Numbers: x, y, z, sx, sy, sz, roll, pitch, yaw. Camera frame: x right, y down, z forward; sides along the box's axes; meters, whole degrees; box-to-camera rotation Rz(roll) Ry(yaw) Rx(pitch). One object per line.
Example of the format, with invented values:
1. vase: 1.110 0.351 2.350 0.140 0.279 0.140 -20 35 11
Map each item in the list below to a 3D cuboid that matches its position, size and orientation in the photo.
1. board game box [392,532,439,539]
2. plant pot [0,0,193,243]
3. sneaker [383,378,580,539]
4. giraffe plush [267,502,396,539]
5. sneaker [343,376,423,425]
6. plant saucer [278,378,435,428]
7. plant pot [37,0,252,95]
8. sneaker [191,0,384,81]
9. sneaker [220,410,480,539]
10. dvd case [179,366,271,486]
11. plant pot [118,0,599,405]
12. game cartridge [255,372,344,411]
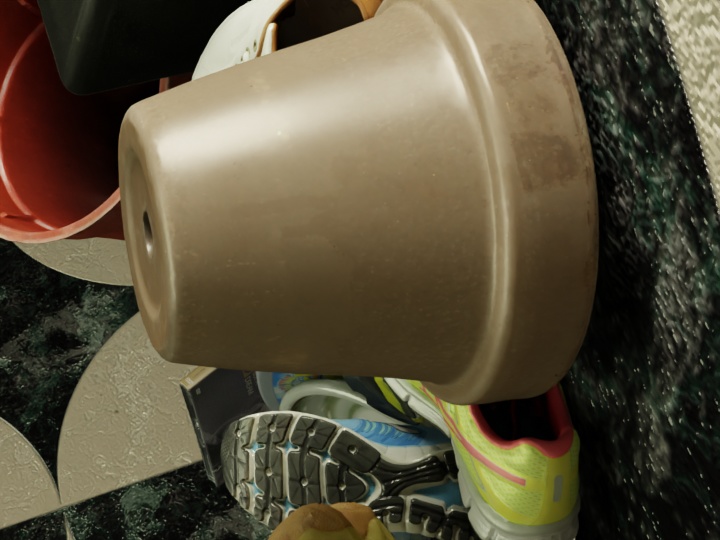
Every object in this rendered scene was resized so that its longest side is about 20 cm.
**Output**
1. board game box: 0.032 0.285 0.935 0.199 0.043 0.201 -77 -24 -47
2. plant pot: -0.170 -0.103 1.002 0.195 0.200 0.201 18 -133 -62
3. sneaker: 0.068 0.053 0.736 0.091 0.078 0.200 94 152 -44
4. giraffe plush: 0.060 0.206 0.733 0.173 0.162 0.201 32 -142 -68
5. sneaker: 0.000 0.000 0.843 0.074 0.085 0.200 5 132 51
6. plant saucer: 0.032 0.142 0.998 0.200 0.050 0.201 29 148 20
7. plant pot: -0.105 -0.250 0.822 0.177 0.199 0.200 129 124 -67
8. sneaker: -0.048 -0.113 0.736 0.073 0.085 0.200 44 135 -8
9. sneaker: 0.009 0.133 0.865 0.090 0.199 0.079 -35 -45 -86
10. dvd case: -0.054 0.073 1.090 0.016 0.200 0.149 37 153 28
11. plant pot: -0.013 -0.027 0.610 0.200 0.174 0.201 171 90 -72
12. game cartridge: -0.012 0.064 0.998 0.200 0.133 0.041 90 178 -64
